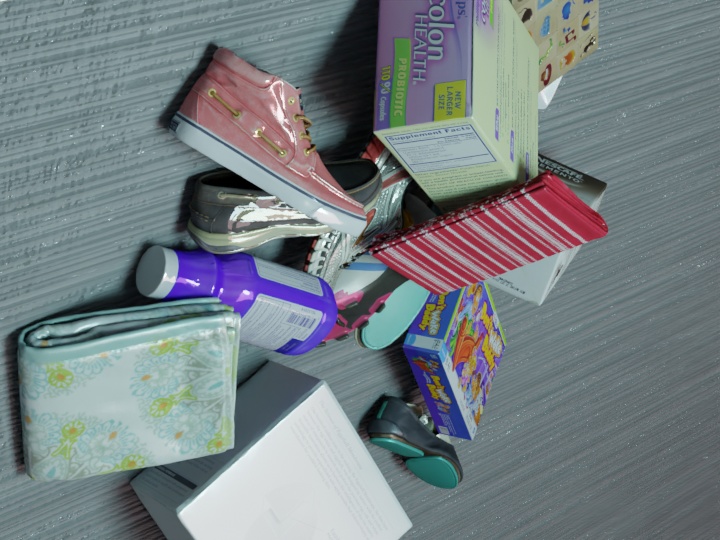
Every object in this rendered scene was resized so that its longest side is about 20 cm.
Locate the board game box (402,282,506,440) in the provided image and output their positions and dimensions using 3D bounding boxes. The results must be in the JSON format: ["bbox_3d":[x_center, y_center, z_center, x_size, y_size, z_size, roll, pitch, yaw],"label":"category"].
[{"bbox_3d":[0.108,0.083,1.972,0.201,0.044,0.135,66,40,-54],"label":"board game box"}]

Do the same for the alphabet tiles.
[{"bbox_3d":[0.212,-0.283,1.809,0.167,0.008,0.201,-38,145,-25],"label":"alphabet tiles"}]

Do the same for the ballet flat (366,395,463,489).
[{"bbox_3d":[0.071,0.198,2.061,0.073,0.073,0.200,-52,142,-2],"label":"ballet flat"}]

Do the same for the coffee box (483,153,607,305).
[{"bbox_3d":[0.178,-0.051,1.858,0.200,0.113,0.080,-46,158,-61],"label":"coffee box"}]

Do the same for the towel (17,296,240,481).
[{"bbox_3d":[-0.206,0.110,1.575,0.198,0.048,0.173,-8,129,-15],"label":"towel"}]

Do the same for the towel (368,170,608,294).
[{"bbox_3d":[0.125,-0.033,1.684,0.198,0.023,0.144,-20,152,26],"label":"towel"}]

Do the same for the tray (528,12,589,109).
[{"bbox_3d":[0.201,-0.265,1.836,0.107,0.022,0.202,-3,122,-52],"label":"tray"}]

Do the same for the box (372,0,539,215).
[{"bbox_3d":[0.094,-0.170,1.636,0.200,0.096,0.178,44,44,-59],"label":"box"}]

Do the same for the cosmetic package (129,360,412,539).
[{"bbox_3d":[-0.088,0.236,1.770,0.200,0.123,0.200,-39,116,-20],"label":"cosmetic package"}]

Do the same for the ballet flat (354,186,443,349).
[{"bbox_3d":[0.050,-0.009,1.841,0.067,0.062,0.201,26,101,-29],"label":"ballet flat"}]

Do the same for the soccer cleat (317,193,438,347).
[{"bbox_3d":[0.000,0.000,1.790,0.199,0.087,0.070,-35,145,13],"label":"soccer cleat"}]

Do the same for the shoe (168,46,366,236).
[{"bbox_3d":[-0.062,-0.112,1.525,0.199,0.071,0.092,30,94,-19],"label":"shoe"}]

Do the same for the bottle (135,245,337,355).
[{"bbox_3d":[-0.116,0.024,1.624,0.199,0.066,0.083,18,132,-39],"label":"bottle"}]

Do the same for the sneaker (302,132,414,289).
[{"bbox_3d":[0.006,-0.044,1.710,0.201,0.082,0.078,-59,-178,11],"label":"sneaker"}]

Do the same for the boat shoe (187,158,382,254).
[{"bbox_3d":[-0.065,-0.074,1.603,0.198,0.074,0.074,-19,128,-28],"label":"boat shoe"}]
